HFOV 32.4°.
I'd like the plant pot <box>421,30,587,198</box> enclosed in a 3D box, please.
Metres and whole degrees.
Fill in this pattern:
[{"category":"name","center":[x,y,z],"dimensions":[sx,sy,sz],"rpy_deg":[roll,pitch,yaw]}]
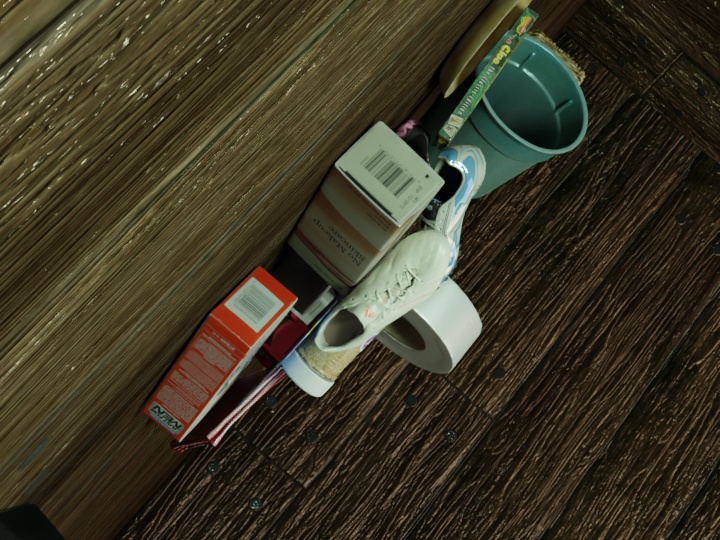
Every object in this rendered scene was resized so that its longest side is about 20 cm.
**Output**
[{"category":"plant pot","center":[0.194,-0.212,1.818],"dimensions":[0.196,0.200,0.200],"rpy_deg":[-40,-174,48]}]

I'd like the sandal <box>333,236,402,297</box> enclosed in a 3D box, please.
[{"category":"sandal","center":[0.000,0.000,1.584],"dimensions":[0.200,0.045,0.075],"rpy_deg":[-64,-161,18]}]

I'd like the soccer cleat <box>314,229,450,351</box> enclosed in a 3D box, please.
[{"category":"soccer cleat","center":[0.026,0.031,1.425],"dimensions":[0.200,0.069,0.078],"rpy_deg":[-44,174,26]}]

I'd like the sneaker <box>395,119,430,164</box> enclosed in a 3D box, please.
[{"category":"sneaker","center":[0.061,-0.130,1.595],"dimensions":[0.079,0.095,0.200],"rpy_deg":[-53,177,28]}]

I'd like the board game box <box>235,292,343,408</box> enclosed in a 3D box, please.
[{"category":"board game box","center":[-0.098,0.081,1.503],"dimensions":[0.200,0.039,0.158],"rpy_deg":[-46,-177,41]}]

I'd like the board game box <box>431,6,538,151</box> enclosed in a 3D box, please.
[{"category":"board game box","center":[0.161,-0.247,1.624],"dimensions":[0.200,0.023,0.105],"rpy_deg":[-55,177,-3]}]

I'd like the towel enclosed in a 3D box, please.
[{"category":"towel","center":[-0.176,0.185,1.644],"dimensions":[0.145,0.022,0.200],"rpy_deg":[-44,-172,-23]}]

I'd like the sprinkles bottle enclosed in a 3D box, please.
[{"category":"sprinkles bottle","center":[-0.009,0.065,1.532],"dimensions":[0.200,0.068,0.068],"rpy_deg":[-47,179,10]}]

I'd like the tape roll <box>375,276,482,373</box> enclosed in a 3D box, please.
[{"category":"tape roll","center":[0.066,0.051,1.704],"dimensions":[0.071,0.202,0.202],"rpy_deg":[-50,179,-19]}]

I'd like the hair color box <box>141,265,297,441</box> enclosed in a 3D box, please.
[{"category":"hair color box","center":[-0.162,0.097,1.416],"dimensions":[0.200,0.064,0.111],"rpy_deg":[-49,180,41]}]

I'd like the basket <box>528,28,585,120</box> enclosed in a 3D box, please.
[{"category":"basket","center":[0.230,-0.272,1.965],"dimensions":[0.149,0.143,0.200],"rpy_deg":[-44,178,-45]}]

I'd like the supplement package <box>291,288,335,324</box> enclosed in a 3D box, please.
[{"category":"supplement package","center":[-0.063,0.053,1.861],"dimensions":[0.120,0.121,0.200],"rpy_deg":[-44,-179,22]}]

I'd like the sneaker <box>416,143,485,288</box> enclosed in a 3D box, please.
[{"category":"sneaker","center":[0.094,-0.064,1.524],"dimensions":[0.072,0.072,0.200],"rpy_deg":[-4,122,-37]}]

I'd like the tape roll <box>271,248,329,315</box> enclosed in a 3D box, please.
[{"category":"tape roll","center":[-0.036,-0.035,1.662],"dimensions":[0.200,0.066,0.200],"rpy_deg":[-49,179,-1]}]

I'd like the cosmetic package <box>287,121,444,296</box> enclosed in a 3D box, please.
[{"category":"cosmetic package","center":[0.001,-0.064,1.393],"dimensions":[0.087,0.103,0.200],"rpy_deg":[-45,175,-29]}]

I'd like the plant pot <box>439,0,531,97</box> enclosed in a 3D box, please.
[{"category":"plant pot","center":[0.159,-0.299,1.529],"dimensions":[0.200,0.027,0.200],"rpy_deg":[-49,177,-3]}]

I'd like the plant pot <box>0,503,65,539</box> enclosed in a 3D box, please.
[{"category":"plant pot","center":[-0.314,0.347,1.118],"dimensions":[0.200,0.177,0.200],"rpy_deg":[-50,179,-9]}]
